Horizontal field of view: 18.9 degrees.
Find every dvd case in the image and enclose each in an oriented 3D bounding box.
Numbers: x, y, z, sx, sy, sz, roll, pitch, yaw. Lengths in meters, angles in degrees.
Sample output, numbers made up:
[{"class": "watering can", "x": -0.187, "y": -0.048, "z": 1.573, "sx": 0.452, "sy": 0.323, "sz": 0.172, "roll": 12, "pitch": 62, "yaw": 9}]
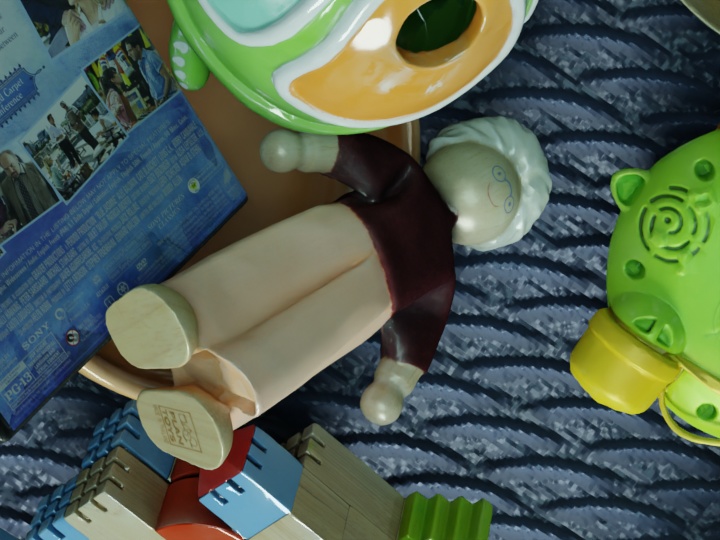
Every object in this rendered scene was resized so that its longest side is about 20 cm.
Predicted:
[{"class": "dvd case", "x": -0.133, "y": -0.062, "z": 0.737, "sx": 0.143, "sy": 0.018, "sz": 0.200, "roll": -47, "pitch": 116, "yaw": -34}]

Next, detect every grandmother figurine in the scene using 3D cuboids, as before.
[{"class": "grandmother figurine", "x": 0.000, "y": 0.000, "z": 0.810, "sx": 0.060, "sy": 0.200, "sz": 0.122, "roll": 15, "pitch": 128, "yaw": 41}]

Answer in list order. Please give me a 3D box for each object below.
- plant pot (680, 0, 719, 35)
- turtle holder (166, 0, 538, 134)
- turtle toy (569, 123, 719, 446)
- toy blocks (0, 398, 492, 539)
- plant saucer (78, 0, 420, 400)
[{"class": "plant pot", "x": 0.198, "y": -0.176, "z": 0.851, "sx": 0.199, "sy": 0.027, "sz": 0.201, "roll": 0, "pitch": 101, "yaw": 0}, {"class": "turtle holder", "x": 0.007, "y": -0.144, "z": 0.764, "sx": 0.141, "sy": 0.132, "sz": 0.186, "roll": 23, "pitch": 75, "yaw": -21}, {"class": "turtle toy", "x": 0.180, "y": 0.017, "z": 0.851, "sx": 0.200, "sy": 0.101, "sz": 0.146, "roll": 34, "pitch": 101, "yaw": -6}, {"class": "toy blocks", "x": -0.068, "y": 0.113, "z": 0.853, "sx": 0.200, "sy": 0.100, "sz": 0.137, "roll": -34, "pitch": 115, "yaw": 32}, {"class": "plant saucer", "x": -0.065, "y": -0.048, "z": 0.830, "sx": 0.200, "sy": 0.037, "sz": 0.201, "roll": -1, "pitch": 92, "yaw": -36}]
